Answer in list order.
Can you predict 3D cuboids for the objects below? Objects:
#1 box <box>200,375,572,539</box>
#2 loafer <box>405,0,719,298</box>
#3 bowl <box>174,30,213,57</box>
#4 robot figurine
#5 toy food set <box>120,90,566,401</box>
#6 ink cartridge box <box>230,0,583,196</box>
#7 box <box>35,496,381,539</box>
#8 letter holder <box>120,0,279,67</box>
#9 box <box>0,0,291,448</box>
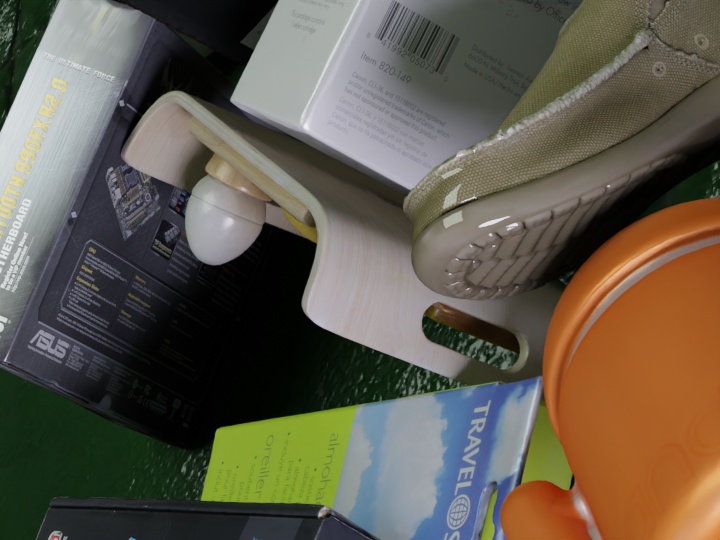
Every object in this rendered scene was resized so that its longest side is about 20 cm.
[{"bbox_3d":[0.005,0.110,0.910,0.200,0.048,0.122,-14,58,52],"label":"box"},{"bbox_3d":[0.084,-0.055,0.845,0.067,0.200,0.076,52,144,13],"label":"loafer"},{"bbox_3d":[-0.078,-0.209,1.319,0.200,0.075,0.200,-52,33,20],"label":"bowl"},{"bbox_3d":[0.125,0.053,0.771,0.144,0.116,0.200,-65,26,27],"label":"robot figurine"},{"bbox_3d":[0.000,0.000,0.974,0.061,0.143,0.200,-63,31,8],"label":"toy food set"},{"bbox_3d":[0.052,-0.124,0.943,0.200,0.116,0.067,-63,30,0],"label":"ink cartridge box"},{"bbox_3d":[-0.086,0.180,0.890,0.198,0.050,0.200,-4,59,55],"label":"box"},{"bbox_3d":[-0.037,-0.167,1.027,0.101,0.200,0.142,-44,35,31],"label":"letter holder"},{"bbox_3d":[-0.103,-0.017,1.103,0.048,0.200,0.159,19,83,22],"label":"box"}]
